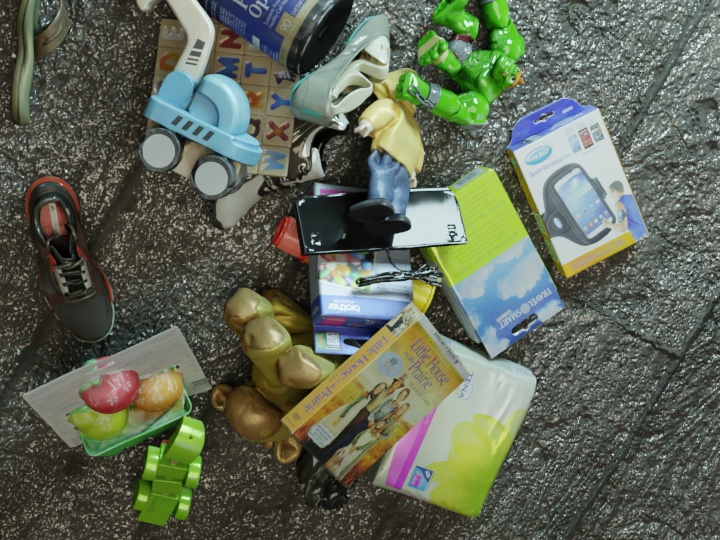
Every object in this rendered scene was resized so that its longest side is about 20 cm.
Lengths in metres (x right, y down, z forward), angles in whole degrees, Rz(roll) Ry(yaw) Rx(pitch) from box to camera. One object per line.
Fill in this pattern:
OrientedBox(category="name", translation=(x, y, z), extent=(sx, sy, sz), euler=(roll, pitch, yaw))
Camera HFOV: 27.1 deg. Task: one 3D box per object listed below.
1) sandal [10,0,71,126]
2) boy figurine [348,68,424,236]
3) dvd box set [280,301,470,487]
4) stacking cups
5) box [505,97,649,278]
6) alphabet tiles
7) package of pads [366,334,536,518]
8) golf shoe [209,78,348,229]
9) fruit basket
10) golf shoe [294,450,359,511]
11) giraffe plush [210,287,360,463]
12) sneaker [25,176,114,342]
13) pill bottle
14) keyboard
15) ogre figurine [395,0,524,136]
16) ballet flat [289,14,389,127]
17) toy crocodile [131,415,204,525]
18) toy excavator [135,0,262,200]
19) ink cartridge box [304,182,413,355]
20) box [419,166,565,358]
OrientedBox(category="sandal", translation=(-0.349, -0.256, 1.645), extent=(0.057, 0.080, 0.202), euler=(9, 111, -8))
OrientedBox(category="boy figurine", translation=(0.030, -0.146, 1.703), extent=(0.124, 0.064, 0.201), euler=(35, 52, -50))
OrientedBox(category="dvd box set", translation=(0.021, 0.145, 1.706), extent=(0.200, 0.029, 0.146), euler=(-41, 138, -3))
OrientedBox(category="stacking cups", translation=(-0.010, -0.002, 1.781), extent=(0.199, 0.061, 0.061), euler=(23, 98, -15))
OrientedBox(category="box", translation=(0.261, -0.106, 1.820), extent=(0.118, 0.041, 0.201), euler=(-27, 109, -4))
OrientedBox(category="alphabet tiles", translation=(-0.151, -0.211, 1.680), extent=(0.166, 0.008, 0.202), euler=(6, 82, 5))
OrientedBox(category="package of pads", translation=(0.115, 0.192, 1.847), extent=(0.154, 0.068, 0.201), euler=(20, 99, -15))
OrientedBox(category="golf shoe", translation=(-0.094, -0.118, 1.706), extent=(0.094, 0.078, 0.201), euler=(37, 96, 11))
OrientedBox(category="fruit basket", translation=(-0.273, 0.132, 1.700), extent=(0.184, 0.094, 0.200), euler=(-24, 151, -4))
OrientedBox(category="golf shoe", translation=(-0.015, 0.191, 1.804), extent=(0.078, 0.095, 0.200), euler=(31, 102, -41))
OrientedBox(category="giraffe plush", translation=(-0.103, 0.134, 1.765), extent=(0.162, 0.173, 0.199), euler=(-51, 142, 14))
OrientedBox(category="sneaker", translation=(-0.336, -0.004, 1.703), extent=(0.077, 0.082, 0.201), euler=(-20, 106, -6))
OrientedBox(category="pill bottle", translation=(-0.115, -0.311, 1.633), extent=(0.199, 0.112, 0.112), euler=(35, 95, 8))
OrientedBox(category="keyboard", translation=(0.027, -0.033, 1.714), extent=(0.198, 0.021, 0.128), euler=(-4, 64, -15))
OrientedBox(category="ogre figurine", translation=(0.126, -0.248, 1.729), extent=(0.098, 0.201, 0.120), euler=(-22, 127, 40))
OrientedBox(category="ballet flat", translation=(-0.004, -0.220, 1.676), extent=(0.063, 0.200, 0.068), euler=(23, 136, 22))
OrientedBox(category="toy crocodile", translation=(-0.227, 0.242, 1.760), extent=(0.067, 0.062, 0.200), euler=(12, 141, -10))
OrientedBox(category="toy excavator", translation=(-0.177, -0.201, 1.605), extent=(0.193, 0.100, 0.201), euler=(27, 98, 2))
OrientedBox(category="ink cartridge box", translation=(0.000, 0.000, 1.730), extent=(0.118, 0.042, 0.201), euler=(6, 67, -20))
OrientedBox(category="box", translation=(0.151, -0.010, 1.810), extent=(0.122, 0.048, 0.201), euler=(-33, 107, -11))
